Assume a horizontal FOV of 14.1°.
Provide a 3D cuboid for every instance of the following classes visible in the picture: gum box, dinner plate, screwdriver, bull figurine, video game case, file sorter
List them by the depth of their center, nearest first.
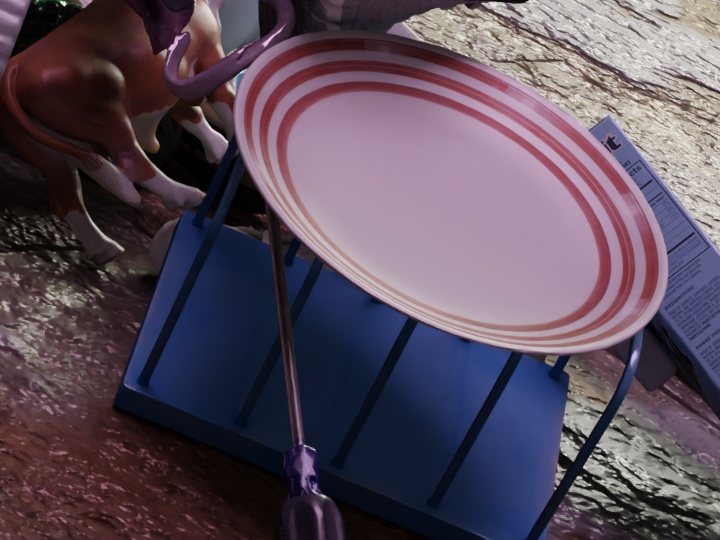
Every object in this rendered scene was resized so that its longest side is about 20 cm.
[{"bbox_3d":[-0.025,0.057,1.161,0.029,0.028,0.201,61,20,-60],"label":"screwdriver"},{"bbox_3d":[0.036,-0.030,1.223,0.199,0.024,0.201,17,37,-13],"label":"dinner plate"},{"bbox_3d":[0.016,0.014,1.281,0.199,0.123,0.139,23,35,-6],"label":"file sorter"},{"bbox_3d":[0.174,0.036,1.396,0.200,0.044,0.170,54,2,20],"label":"gum box"},{"bbox_3d":[-0.103,-0.094,1.414,0.122,0.065,0.200,58,43,-10],"label":"bull figurine"},{"bbox_3d":[0.076,-0.040,1.445,0.200,0.022,0.182,51,3,-12],"label":"video game case"}]

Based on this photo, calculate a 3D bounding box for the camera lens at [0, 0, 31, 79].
[{"bbox_3d":[-0.254,-0.123,1.291,0.199,0.161,0.160,22,20,-10],"label":"camera lens"}]

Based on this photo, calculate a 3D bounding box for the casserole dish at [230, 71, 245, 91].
[{"bbox_3d":[-0.011,-0.060,1.612,0.199,0.039,0.121,21,19,-10],"label":"casserole dish"}]

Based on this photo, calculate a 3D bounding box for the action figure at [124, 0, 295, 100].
[{"bbox_3d":[-0.082,-0.173,1.350,0.149,0.134,0.200,64,-12,-12],"label":"action figure"}]

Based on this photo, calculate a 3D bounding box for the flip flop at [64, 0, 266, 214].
[{"bbox_3d":[-0.100,-0.106,1.539,0.200,0.081,0.058,36,64,20],"label":"flip flop"}]

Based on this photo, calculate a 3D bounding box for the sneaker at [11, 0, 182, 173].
[{"bbox_3d":[-0.177,-0.117,1.499,0.199,0.078,0.085,33,6,1],"label":"sneaker"}]

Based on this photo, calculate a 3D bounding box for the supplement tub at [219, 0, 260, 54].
[{"bbox_3d":[-0.118,-0.210,1.703,0.199,0.146,0.146,21,20,-13],"label":"supplement tub"}]

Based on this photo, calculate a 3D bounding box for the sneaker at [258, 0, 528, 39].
[{"bbox_3d":[0.023,-0.126,1.322,0.115,0.075,0.200,-1,-13,-15],"label":"sneaker"}]

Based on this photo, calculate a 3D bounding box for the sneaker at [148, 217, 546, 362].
[{"bbox_3d":[0.000,0.000,1.403,0.199,0.085,0.073,20,22,-9],"label":"sneaker"}]
